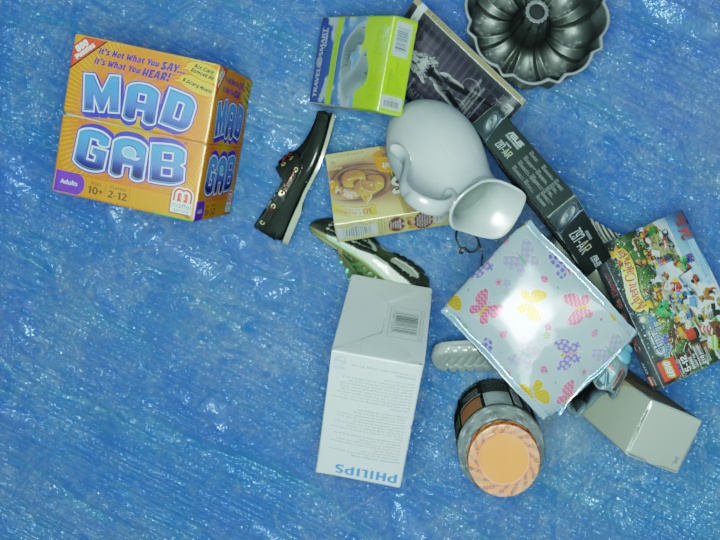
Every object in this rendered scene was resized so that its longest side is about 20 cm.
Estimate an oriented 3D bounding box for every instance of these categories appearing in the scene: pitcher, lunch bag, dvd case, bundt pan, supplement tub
[{"bbox_3d":[0.093,-0.133,1.117,0.169,0.201,0.123,3,128,-37],"label":"pitcher"},{"bbox_3d":[0.230,0.067,1.133,0.170,0.127,0.200,-46,77,8],"label":"lunch bag"},{"bbox_3d":[0.118,-0.260,1.217,0.199,0.149,0.016,42,59,-1],"label":"dvd case"},{"bbox_3d":[0.236,-0.339,1.205,0.196,0.076,0.207,0,81,1],"label":"bundt pan"},{"bbox_3d":[0.192,0.233,1.228,0.119,0.200,0.126,1,98,5],"label":"supplement tub"}]

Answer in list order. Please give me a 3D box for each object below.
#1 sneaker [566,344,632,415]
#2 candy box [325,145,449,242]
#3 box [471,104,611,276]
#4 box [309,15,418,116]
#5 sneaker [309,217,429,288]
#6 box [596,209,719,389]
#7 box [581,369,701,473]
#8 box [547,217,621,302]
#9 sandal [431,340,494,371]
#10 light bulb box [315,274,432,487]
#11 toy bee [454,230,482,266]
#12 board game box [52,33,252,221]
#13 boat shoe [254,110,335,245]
[{"bbox_3d":[0.278,0.149,1.197,0.078,0.199,0.097,28,60,-20],"label":"sneaker"},{"bbox_3d":[0.053,-0.117,1.240,0.195,0.056,0.118,-8,65,0],"label":"candy box"},{"bbox_3d":[0.237,-0.105,1.153,0.043,0.160,0.202,-37,49,9],"label":"box"},{"bbox_3d":[-0.006,-0.281,1.195,0.047,0.198,0.125,5,99,-35],"label":"box"},{"bbox_3d":[0.000,0.000,1.289,0.198,0.077,0.090,34,116,5],"label":"sneaker"},{"bbox_3d":[0.411,0.038,1.178,0.134,0.038,0.204,-22,81,-11],"label":"box"},{"bbox_3d":[0.361,0.186,1.200,0.093,0.200,0.079,22,99,-20],"label":"box"},{"bbox_3d":[0.359,-0.001,1.241,0.197,0.082,0.069,30,76,-1],"label":"box"},{"bbox_3d":[0.202,0.111,1.286,0.197,0.083,0.051,1,54,-2],"label":"sandal"},{"bbox_3d":[0.020,0.148,1.208,0.122,0.199,0.204,10,120,3],"label":"light bulb box"},{"bbox_3d":[0.207,0.034,1.260,0.129,0.109,0.202,-21,69,-31],"label":"toy bee"},{"bbox_3d":[-0.280,-0.192,1.218,0.195,0.200,0.205,12,97,4],"label":"board game box"},{"bbox_3d":[-0.093,-0.140,1.273,0.062,0.074,0.205,24,102,-6],"label":"boat shoe"}]
